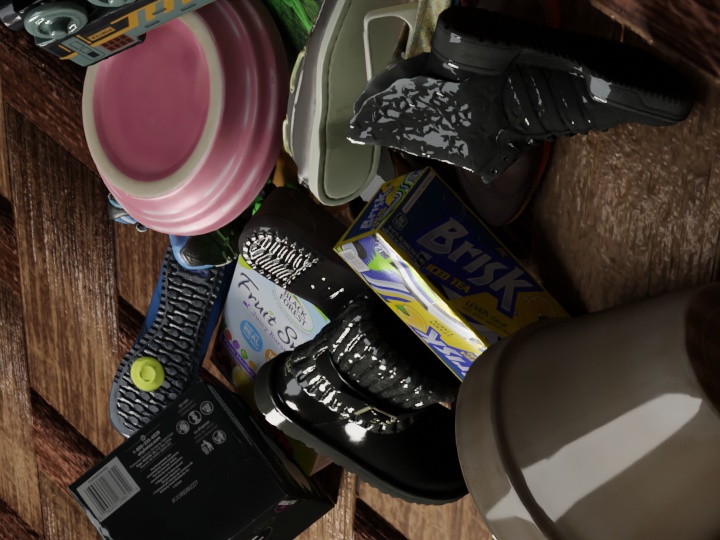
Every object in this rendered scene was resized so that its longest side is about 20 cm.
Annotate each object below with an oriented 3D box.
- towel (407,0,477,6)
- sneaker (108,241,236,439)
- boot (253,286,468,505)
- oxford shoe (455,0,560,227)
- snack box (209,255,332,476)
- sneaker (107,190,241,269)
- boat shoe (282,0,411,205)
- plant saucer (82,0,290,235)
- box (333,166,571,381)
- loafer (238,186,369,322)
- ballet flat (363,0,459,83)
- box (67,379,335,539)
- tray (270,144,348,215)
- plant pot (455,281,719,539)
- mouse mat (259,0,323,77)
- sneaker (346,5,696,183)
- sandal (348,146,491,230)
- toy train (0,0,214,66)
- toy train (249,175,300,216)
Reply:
[{"bbox_3d":[0.007,-0.214,1.590,0.200,0.030,0.147,1,116,58],"label":"towel"},{"bbox_3d":[-0.151,0.050,1.924,0.066,0.078,0.200,23,102,6],"label":"sneaker"},{"bbox_3d":[0.042,0.096,1.687,0.211,0.080,0.158,25,142,-28],"label":"boot"},{"bbox_3d":[0.085,-0.099,1.506,0.071,0.073,0.200,15,133,16],"label":"oxford shoe"},{"bbox_3d":[-0.049,0.058,1.867,0.142,0.053,0.200,47,147,19],"label":"snack box"},{"bbox_3d":[-0.154,-0.050,1.827,0.078,0.090,0.200,60,-178,-31],"label":"sneaker"},{"bbox_3d":[-0.015,-0.141,1.572,0.061,0.072,0.202,47,138,39],"label":"boat shoe"},{"bbox_3d":[-0.141,-0.127,1.714,0.200,0.051,0.201,-3,85,41],"label":"plant saucer"},{"bbox_3d":[0.079,0.025,1.579,0.200,0.070,0.064,46,151,-16],"label":"box"},{"bbox_3d":[0.000,0.000,1.694,0.073,0.071,0.200,-26,128,38],"label":"loafer"},{"bbox_3d":[0.038,-0.175,1.478,0.071,0.071,0.200,30,119,40],"label":"ballet flat"},{"bbox_3d":[-0.130,0.191,1.926,0.124,0.148,0.200,52,-176,14],"label":"box"},{"bbox_3d":[-0.085,-0.132,1.780,0.200,0.037,0.099,40,144,31],"label":"tray"},{"bbox_3d":[0.190,0.098,1.450,0.173,0.200,0.200,-36,85,43],"label":"plant pot"},{"bbox_3d":[-0.078,-0.235,1.674,0.200,0.008,0.161,56,155,25],"label":"mouse mat"},{"bbox_3d":[0.099,-0.099,1.420,0.199,0.060,0.104,16,122,-3],"label":"sneaker"},{"bbox_3d":[0.023,-0.054,1.643,0.082,0.055,0.200,-35,85,33],"label":"sandal"},{"bbox_3d":[-0.161,-0.215,1.632,0.200,0.114,0.085,-23,67,22],"label":"toy train"},{"bbox_3d":[-0.094,-0.081,1.765,0.200,0.042,0.056,51,159,16],"label":"toy train"}]
